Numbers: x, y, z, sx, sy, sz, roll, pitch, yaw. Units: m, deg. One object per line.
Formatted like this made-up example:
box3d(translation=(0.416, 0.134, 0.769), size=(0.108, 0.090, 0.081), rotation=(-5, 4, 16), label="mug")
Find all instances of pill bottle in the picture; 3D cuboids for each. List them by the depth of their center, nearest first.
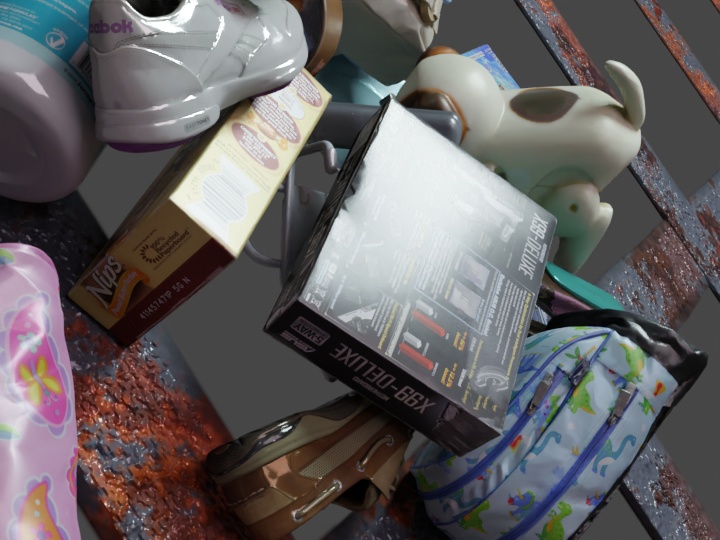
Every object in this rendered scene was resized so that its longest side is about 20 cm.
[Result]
box3d(translation=(-0.177, -0.146, 0.622), size=(0.111, 0.111, 0.201), rotation=(39, 49, -21), label="pill bottle")

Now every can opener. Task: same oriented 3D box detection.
box3d(translation=(-0.021, -0.129, 0.775), size=(0.053, 0.199, 0.067), rotation=(-55, 150, -73), label="can opener")

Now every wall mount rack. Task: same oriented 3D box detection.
box3d(translation=(0.000, 0.000, 0.771), size=(0.199, 0.074, 0.175), rotation=(9, 79, -44), label="wall mount rack")

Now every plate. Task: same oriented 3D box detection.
box3d(translation=(0.008, -0.126, 0.922), size=(0.200, 0.026, 0.201), rotation=(30, 42, -32), label="plate")

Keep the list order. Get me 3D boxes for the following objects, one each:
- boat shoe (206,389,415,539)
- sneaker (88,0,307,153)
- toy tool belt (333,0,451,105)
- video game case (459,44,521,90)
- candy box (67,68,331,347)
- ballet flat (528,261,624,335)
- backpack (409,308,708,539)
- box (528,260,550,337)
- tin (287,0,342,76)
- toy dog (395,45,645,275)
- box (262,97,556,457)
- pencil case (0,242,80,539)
box3d(translation=(-0.011, 0.121, 0.663), size=(0.199, 0.076, 0.074), rotation=(-16, 79, -45), label="boat shoe")
box3d(translation=(-0.088, -0.143, 0.594), size=(0.200, 0.074, 0.100), rotation=(-52, 140, -55), label="sneaker")
box3d(translation=(0.028, -0.237, 0.913), size=(0.200, 0.125, 0.123), rotation=(32, 48, -29), label="toy tool belt")
box3d(translation=(0.148, -0.143, 1.060), size=(0.182, 0.045, 0.200), rotation=(54, 27, -2), label="video game case")
box3d(translation=(-0.098, -0.054, 0.660), size=(0.055, 0.115, 0.200), rotation=(44, 37, -16), label="candy box")
box3d(translation=(0.131, 0.011, 0.832), size=(0.200, 0.071, 0.069), rotation=(34, 21, -23), label="ballet flat")
box3d(translation=(0.131, 0.122, 0.736), size=(0.153, 0.163, 0.201), rotation=(30, 75, -11), label="backpack")
box3d(translation=(0.154, 0.068, 0.908), size=(0.198, 0.050, 0.200), rotation=(41, 36, -13), label="box")
box3d(translation=(-0.089, -0.242, 0.833), size=(0.201, 0.112, 0.042), rotation=(62, 24, 9), label="tin")
box3d(translation=(0.121, -0.106, 0.855), size=(0.199, 0.194, 0.140), rotation=(19, 52, -11), label="toy dog")
box3d(translation=(0.043, -0.001, 0.686), size=(0.157, 0.050, 0.201), rotation=(34, 49, -14), label="box")
box3d(translation=(-0.179, 0.085, 0.486), size=(0.087, 0.087, 0.201), rotation=(14, 51, -43), label="pencil case")
